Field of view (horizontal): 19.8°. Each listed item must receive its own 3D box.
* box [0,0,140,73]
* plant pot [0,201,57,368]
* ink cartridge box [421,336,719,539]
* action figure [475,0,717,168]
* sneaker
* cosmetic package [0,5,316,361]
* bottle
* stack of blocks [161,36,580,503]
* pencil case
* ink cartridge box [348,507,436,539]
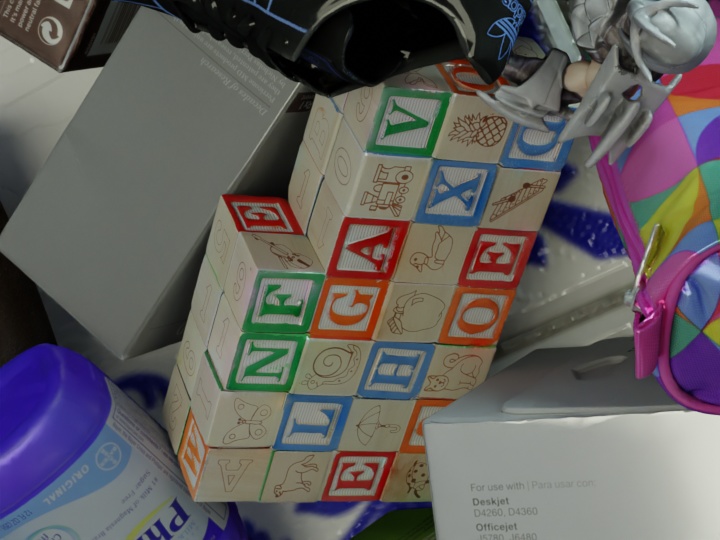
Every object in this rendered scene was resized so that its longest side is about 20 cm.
[{"bbox_3d":[-0.173,-0.169,0.921,0.199,0.100,0.075,31,109,15],"label":"box"},{"bbox_3d":[-0.207,0.063,0.946,0.186,0.187,0.200,-28,101,24],"label":"plant pot"},{"bbox_3d":[0.125,0.136,0.819,0.145,0.147,0.201,-5,98,24],"label":"ink cartridge box"},{"bbox_3d":[0.087,-0.118,0.764,0.069,0.200,0.130,32,109,-23],"label":"action figure"},{"bbox_3d":[-0.030,-0.105,0.755,0.199,0.070,0.078,0,68,30],"label":"sneaker"},{"bbox_3d":[-0.058,-0.067,0.885,0.090,0.107,0.200,38,113,14],"label":"cosmetic package"},{"bbox_3d":[-0.095,0.118,0.902,0.083,0.065,0.200,-38,124,5],"label":"bottle"},{"bbox_3d":[0.000,0.000,0.839,0.059,0.115,0.201,-118,39,-50],"label":"stack of blocks"},{"bbox_3d":[0.128,-0.032,0.760,0.088,0.200,0.089,-1,123,-1],"label":"pencil case"},{"bbox_3d":[0.017,0.194,0.845,0.075,0.200,0.149,-7,97,24],"label":"ink cartridge box"}]
